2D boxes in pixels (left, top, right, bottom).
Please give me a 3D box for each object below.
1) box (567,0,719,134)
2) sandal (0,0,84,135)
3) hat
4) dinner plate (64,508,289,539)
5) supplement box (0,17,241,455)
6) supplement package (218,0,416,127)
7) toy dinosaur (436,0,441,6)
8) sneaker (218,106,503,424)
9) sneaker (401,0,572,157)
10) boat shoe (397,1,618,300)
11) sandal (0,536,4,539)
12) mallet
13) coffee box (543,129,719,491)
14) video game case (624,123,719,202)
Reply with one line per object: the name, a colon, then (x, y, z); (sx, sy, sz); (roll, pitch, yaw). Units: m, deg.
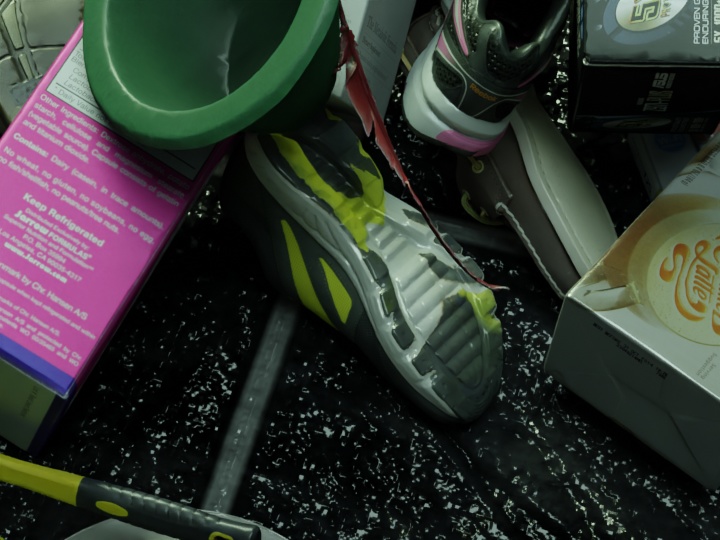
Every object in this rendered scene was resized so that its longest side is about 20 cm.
box: (0.158, -0.187, 1.242); (0.086, 0.164, 0.200); (1, 82, 3)
sandal: (-0.179, -0.110, 1.303); (0.082, 0.055, 0.200); (-21, 75, -19)
hat: (-0.027, -0.106, 1.183); (0.165, 0.176, 0.200); (-3, 72, 36)
dinner plate: (-0.090, 0.200, 1.115); (0.200, 0.024, 0.200); (3, 55, -4)
supplement box: (-0.150, -0.024, 1.191); (0.103, 0.101, 0.200); (33, 63, -3)
supplement package: (-0.023, -0.193, 1.256); (0.109, 0.114, 0.200); (15, 89, 12)
toy dinosaur: (0.013, -0.213, 1.392); (0.105, 0.200, 0.182); (-30, 30, 20)
sneaker: (0.000, 0.000, 1.232); (0.074, 0.085, 0.200); (-32, 85, -36)
sneaker: (0.087, -0.152, 1.240); (0.080, 0.086, 0.200); (25, 49, -16)
boat shoe: (0.080, -0.062, 1.284); (0.059, 0.072, 0.200); (-34, 69, 22)
sandal: (-0.202, 0.197, 1.074); (0.079, 0.087, 0.200); (17, 34, -14)
mallet: (-0.143, 0.098, 1.130); (0.200, 0.066, 0.041); (8, 23, 16)
coffee box: (0.203, 0.002, 1.207); (0.114, 0.080, 0.200); (37, 61, 17)
video game case: (0.269, -0.028, 1.296); (0.200, 0.026, 0.181); (-9, 57, -11)
